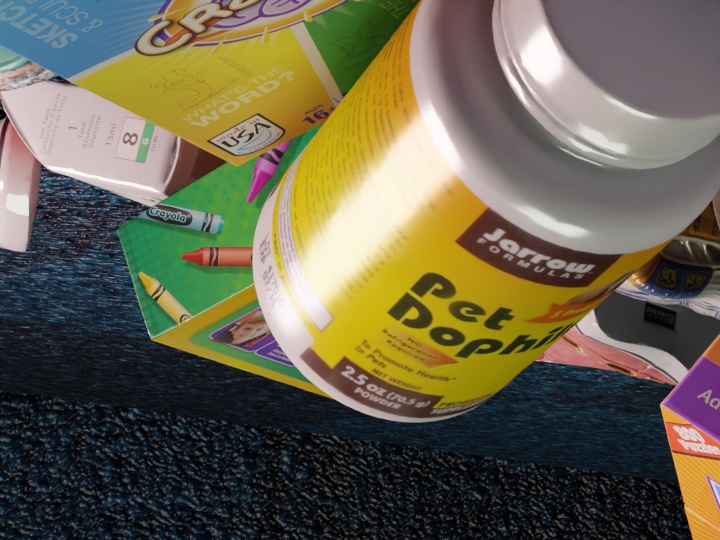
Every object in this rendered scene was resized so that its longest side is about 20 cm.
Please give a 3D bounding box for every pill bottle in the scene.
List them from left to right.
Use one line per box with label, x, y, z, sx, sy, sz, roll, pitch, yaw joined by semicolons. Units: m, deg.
pill bottle;0.047;-0.034;0.755;0.109;0.110;0.200;9;151;-21

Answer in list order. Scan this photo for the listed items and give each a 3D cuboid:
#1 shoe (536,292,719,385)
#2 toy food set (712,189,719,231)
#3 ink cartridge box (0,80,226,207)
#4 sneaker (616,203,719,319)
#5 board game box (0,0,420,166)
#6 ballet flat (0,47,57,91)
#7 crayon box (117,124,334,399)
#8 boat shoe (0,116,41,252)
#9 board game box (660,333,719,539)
shoe;0.183;0.039;1.604;0.091;0.072;0.200;-2;163;44
toy food set;0.288;-0.030;1.186;0.143;0.061;0.200;-16;161;35
ink cartridge box;-0.109;-0.052;1.131;0.199;0.050;0.161;10;174;38
sneaker;0.194;-0.009;1.328;0.200;0.076;0.088;21;175;-37
board game box;-0.025;-0.103;0.728;0.153;0.040;0.200;-26;161;17
ballet flat;-0.099;-0.103;0.880;0.200;0.075;0.074;-1;169;42
crayon box;0.000;0.000;1.049;0.119;0.058;0.200;-29;154;22
boat shoe;-0.211;-0.050;1.268;0.065;0.072;0.200;7;-179;-13
board game box;0.275;0.080;0.996;0.200;0.200;0.200;34;164;29
